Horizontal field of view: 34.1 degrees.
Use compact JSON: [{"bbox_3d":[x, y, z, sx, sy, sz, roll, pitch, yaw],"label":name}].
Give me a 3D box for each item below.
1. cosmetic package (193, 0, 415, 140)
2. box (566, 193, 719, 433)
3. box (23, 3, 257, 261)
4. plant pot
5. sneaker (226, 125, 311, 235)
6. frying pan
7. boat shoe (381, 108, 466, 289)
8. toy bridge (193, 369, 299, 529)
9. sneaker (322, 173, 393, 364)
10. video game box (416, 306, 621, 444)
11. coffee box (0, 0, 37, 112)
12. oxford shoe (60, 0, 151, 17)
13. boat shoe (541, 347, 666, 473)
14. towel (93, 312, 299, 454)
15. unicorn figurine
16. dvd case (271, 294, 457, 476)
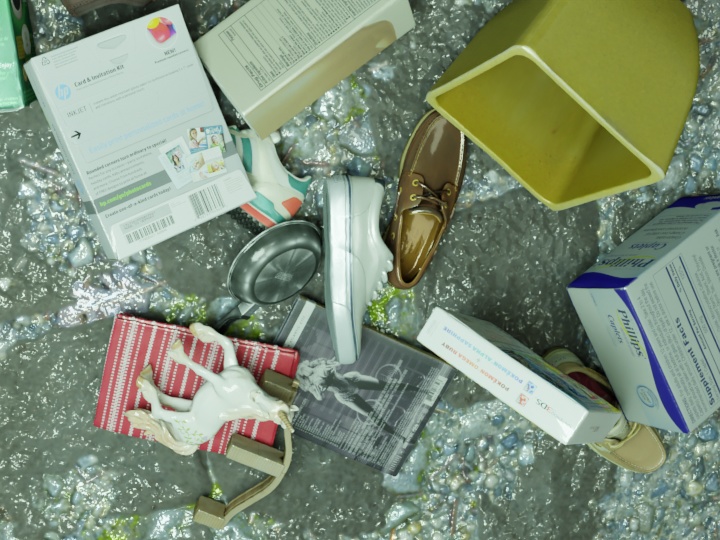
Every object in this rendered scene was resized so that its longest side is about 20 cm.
[{"bbox_3d":[-0.055,-0.235,1.171,0.200,0.071,0.105,-36,70,0],"label":"cosmetic package"},{"bbox_3d":[0.353,0.043,1.281,0.200,0.105,0.184,-34,107,-24],"label":"box"},{"bbox_3d":[-0.206,-0.131,1.117,0.156,0.041,0.201,-27,103,-24],"label":"box"},{"bbox_3d":[0.226,-0.209,1.190,0.195,0.194,0.200,39,70,-15],"label":"plant pot"},{"bbox_3d":[-0.137,-0.125,1.212,0.200,0.070,0.093,42,75,-14],"label":"sneaker"},{"bbox_3d":[-0.115,0.019,1.226,0.190,0.031,0.115,-38,148,-3],"label":"frying pan"},{"bbox_3d":[0.072,-0.073,1.252,0.072,0.068,0.201,15,99,-13],"label":"boat shoe"},{"bbox_3d":[-0.110,0.197,1.257,0.067,0.027,0.200,24,112,-12],"label":"toy bridge"},{"bbox_3d":[0.000,0.000,1.217,0.071,0.073,0.201,-2,104,-8],"label":"sneaker"},{"bbox_3d":[0.168,0.110,1.208,0.182,0.200,0.047,33,95,22],"label":"video game box"},{"bbox_3d":[-0.344,-0.255,1.109,0.044,0.123,0.201,-7,105,-6],"label":"coffee box"},{"bbox_3d":[-0.206,-0.307,1.162,0.199,0.071,0.073,-18,133,-9],"label":"oxford shoe"},{"bbox_3d":[0.281,0.171,1.344,0.200,0.066,0.074,40,93,-16],"label":"boat shoe"},{"bbox_3d":[-0.176,0.126,1.257,0.199,0.023,0.145,13,113,-8],"label":"towel"},{"bbox_3d":[-0.148,0.127,1.191,0.137,0.074,0.200,46,135,-5],"label":"unicorn figurine"},{"bbox_3d":[-0.013,0.130,1.299,0.199,0.016,0.149,25,105,-15],"label":"dvd case"}]
